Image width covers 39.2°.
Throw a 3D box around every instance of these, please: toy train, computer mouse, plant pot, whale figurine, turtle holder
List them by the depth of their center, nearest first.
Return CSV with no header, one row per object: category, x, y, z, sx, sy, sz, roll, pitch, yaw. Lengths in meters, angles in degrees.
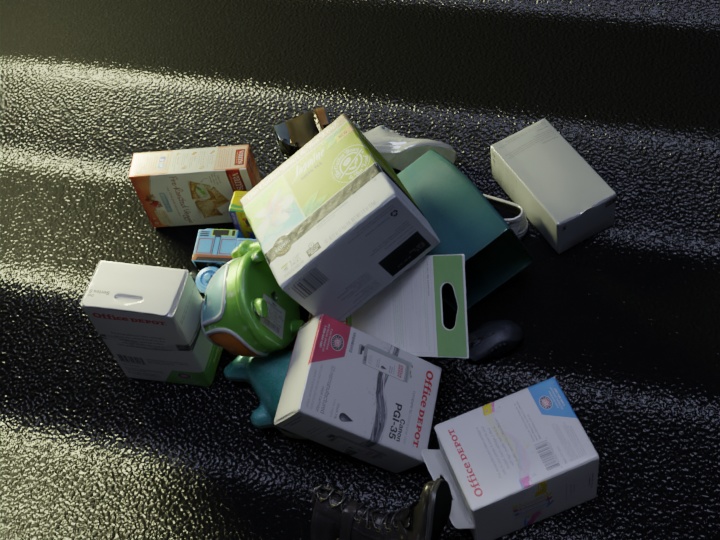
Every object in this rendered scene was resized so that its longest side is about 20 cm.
turtle holder,-0.163,0.035,1.450,0.131,0.141,0.187,-22,75,28
whale figurine,-0.110,0.154,1.457,0.199,0.104,0.159,27,63,28
computer mouse,0.144,0.117,1.481,0.199,0.034,0.059,-21,54,-5
plant pot,0.135,-0.070,1.515,0.141,0.141,0.201,-36,60,9
toy train,-0.172,-0.003,1.583,0.198,0.087,0.115,3,67,12

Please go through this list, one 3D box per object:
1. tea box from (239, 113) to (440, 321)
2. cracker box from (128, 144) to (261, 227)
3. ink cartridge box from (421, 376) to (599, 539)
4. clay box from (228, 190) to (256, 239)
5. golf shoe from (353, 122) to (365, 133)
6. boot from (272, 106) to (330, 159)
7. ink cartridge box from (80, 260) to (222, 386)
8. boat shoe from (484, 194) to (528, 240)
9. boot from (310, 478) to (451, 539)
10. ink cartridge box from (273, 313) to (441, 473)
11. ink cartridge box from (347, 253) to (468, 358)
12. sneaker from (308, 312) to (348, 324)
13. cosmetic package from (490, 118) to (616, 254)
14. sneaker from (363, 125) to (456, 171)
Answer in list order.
tea box,-0.032,-0.069,1.401,0.200,0.134,0.197,-39,46,9
cracker box,-0.266,-0.138,1.677,0.198,0.134,0.058,-4,54,8
ink cartridge box,0.191,0.254,1.316,0.199,0.126,0.129,-21,53,-4
clay box,-0.099,-0.071,1.610,0.198,0.115,0.048,4,55,14
golf shoe,-0.052,-0.167,1.700,0.200,0.078,0.097,-40,63,-17
boot,-0.086,-0.183,1.630,0.096,0.075,0.201,-12,44,0
ink cartridge box,-0.300,0.081,1.484,0.144,0.201,0.084,6,55,14
boat shoe,0.169,-0.097,1.611,0.199,0.066,0.072,19,60,22
boot,0.015,0.316,1.275,0.173,0.201,0.069,23,30,18
ink cartridge box,0.001,0.168,1.368,0.199,0.083,0.147,25,59,-20
ink cartridge box,0.071,0.048,1.423,0.199,0.048,0.147,-1,93,33
sneaker,0.000,0.000,1.528,0.112,0.071,0.201,16,94,3
cosmetic package,0.304,-0.136,1.608,0.112,0.081,0.201,-26,55,-8
sneaker,0.060,-0.207,1.684,0.198,0.076,0.089,-1,45,-16
